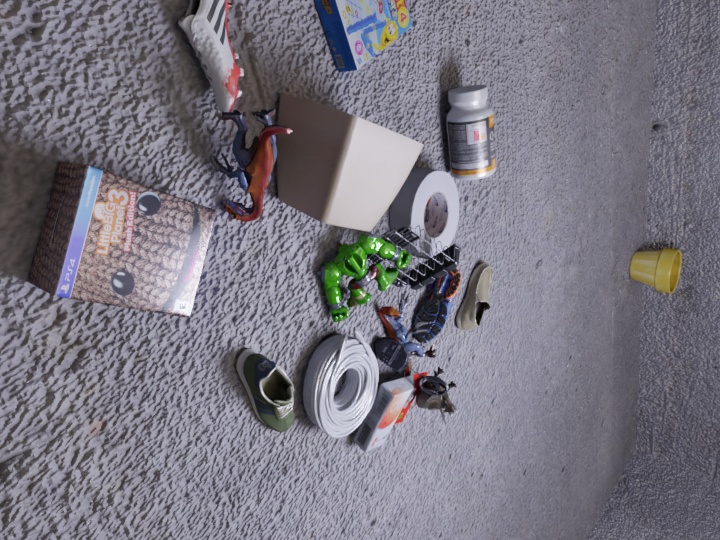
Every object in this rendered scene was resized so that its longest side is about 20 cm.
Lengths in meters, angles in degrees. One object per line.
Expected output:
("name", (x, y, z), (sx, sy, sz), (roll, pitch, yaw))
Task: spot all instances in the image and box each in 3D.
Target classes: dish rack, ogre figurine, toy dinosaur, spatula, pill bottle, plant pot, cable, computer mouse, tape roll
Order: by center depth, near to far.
("toy dinosaur", (-0.173, -0.149, 0.895), (0.102, 0.200, 0.187), (-11, 120, -19))
("plant pot", (-0.040, -0.182, 1.034), (0.197, 0.198, 0.182), (6, 108, -49))
("ogre figurine", (0.000, 0.000, 1.171), (0.121, 0.196, 0.099), (53, 18, -29))
("cable", (-0.040, 0.238, 1.215), (0.203, 0.068, 0.201), (-58, 137, -22))
("dish rack", (0.109, -0.035, 1.264), (0.197, 0.152, 0.056), (30, 43, -33))
("computer mouse", (0.114, 0.218, 1.326), (0.059, 0.198, 0.034), (-54, 176, 4))
("toy dinosaur", (0.097, 0.157, 1.347), (0.179, 0.104, 0.205), (27, 89, -30))
("tape roll", (0.152, -0.132, 1.352), (0.197, 0.065, 0.207), (-16, 111, -47))
("toy dinosaur", (0.167, 0.294, 1.394), (0.102, 0.199, 0.078), (-44, 101, -22))
("pill bottle", (0.264, -0.330, 1.398), (0.115, 0.114, 0.206), (-31, 122, -40))
("spatula", (0.147, 0.023, 1.416), (0.196, 0.020, 0.058), (-6, 120, -46))
("plant pot", (1.377, -0.009, 2.726), (0.198, 0.185, 0.208), (-14, 109, -46))

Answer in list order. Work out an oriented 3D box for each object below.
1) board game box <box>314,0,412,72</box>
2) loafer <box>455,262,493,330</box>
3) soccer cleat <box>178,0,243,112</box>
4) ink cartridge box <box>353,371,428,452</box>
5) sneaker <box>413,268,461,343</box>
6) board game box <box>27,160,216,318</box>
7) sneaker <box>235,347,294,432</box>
("board game box", (0.001, -0.514, 1.088), (0.196, 0.055, 0.204), (-47, 131, -31))
("loafer", (0.330, 0.076, 1.608), (0.075, 0.067, 0.205), (37, 71, -47))
("soccer cleat", (-0.226, -0.339, 0.863), (0.083, 0.068, 0.207), (-12, 105, -38))
("ink cartridge box", (0.086, 0.326, 1.354), (0.197, 0.050, 0.166), (1, 120, -50))
("sneaker", (0.197, 0.093, 1.456), (0.203, 0.074, 0.078), (-59, 162, -6))
("board game box", (-0.319, -0.037, 0.798), (0.197, 0.095, 0.165), (16, 87, -50))
("sneaker", (-0.154, 0.233, 1.062), (0.067, 0.088, 0.204), (-45, 130, -32))
